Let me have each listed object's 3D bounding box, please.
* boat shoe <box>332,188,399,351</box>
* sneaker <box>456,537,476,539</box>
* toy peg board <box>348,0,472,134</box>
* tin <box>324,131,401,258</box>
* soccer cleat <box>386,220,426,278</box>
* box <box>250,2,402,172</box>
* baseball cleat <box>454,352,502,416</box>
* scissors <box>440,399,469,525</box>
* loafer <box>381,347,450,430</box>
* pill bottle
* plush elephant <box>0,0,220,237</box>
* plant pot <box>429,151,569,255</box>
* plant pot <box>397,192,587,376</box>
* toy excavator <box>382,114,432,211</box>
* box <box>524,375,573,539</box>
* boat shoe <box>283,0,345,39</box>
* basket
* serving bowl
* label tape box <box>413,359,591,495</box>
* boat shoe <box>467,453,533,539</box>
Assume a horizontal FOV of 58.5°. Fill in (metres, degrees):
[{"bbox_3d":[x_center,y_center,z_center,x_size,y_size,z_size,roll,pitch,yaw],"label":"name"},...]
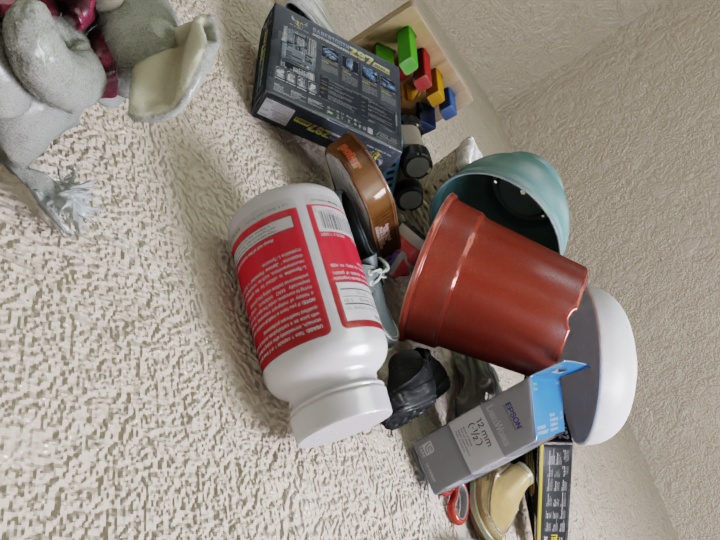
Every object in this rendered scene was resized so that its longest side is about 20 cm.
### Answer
[{"bbox_3d":[0.000,0.000,0.758,0.204,0.061,0.073,62,23,-2],"label":"boat shoe"},{"bbox_3d":[0.166,0.340,0.724,0.199,0.079,0.072,39,33,-42],"label":"sneaker"},{"bbox_3d":[0.051,-0.267,1.007,0.199,0.196,0.100,43,36,-39],"label":"toy peg board"},{"bbox_3d":[0.003,-0.087,0.795,0.114,0.041,0.201,60,-6,25],"label":"tin"},{"bbox_3d":[0.067,-0.027,0.956,0.068,0.074,0.200,38,4,3],"label":"soccer cleat"},{"bbox_3d":[-0.038,-0.234,0.828,0.195,0.051,0.162,19,55,-27],"label":"box"},{"bbox_3d":[0.186,0.185,0.952,0.107,0.069,0.202,52,24,-23],"label":"baseball cleat"},{"bbox_3d":[0.124,0.242,0.829,0.074,0.014,0.200,57,21,-6],"label":"scissors"},{"bbox_3d":[0.054,0.129,0.733,0.071,0.067,0.200,57,16,9],"label":"loafer"},{"bbox_3d":[-0.041,0.039,0.556,0.111,0.110,0.205,21,46,-58],"label":"pill bottle"},{"bbox_3d":[-0.175,-0.143,0.388,0.155,0.162,0.203,-47,132,-25],"label":"plush elephant"},{"bbox_3d":[0.215,-0.085,0.920,0.134,0.198,0.203,-46,109,-36],"label":"plant pot"},{"bbox_3d":[0.171,0.032,0.816,0.191,0.206,0.200,21,17,14],"label":"plant pot"},{"bbox_3d":[0.006,-0.188,0.956,0.198,0.193,0.102,99,-13,-47],"label":"toy excavator"},{"bbox_3d":[0.266,0.277,0.929,0.161,0.048,0.206,-74,161,-63],"label":"box"},{"bbox_3d":[-0.056,-0.362,1.049,0.203,0.071,0.069,59,42,-26],"label":"boat shoe"},{"bbox_3d":[0.172,-0.094,1.121,0.201,0.158,0.201,57,23,-11],"label":"basket"},{"bbox_3d":[0.311,0.122,0.833,0.200,0.064,0.207,3,90,-87],"label":"serving bowl"},{"bbox_3d":[0.176,0.178,0.737,0.142,0.198,0.067,16,45,-59],"label":"label tape box"},{"bbox_3d":[0.191,0.279,0.849,0.073,0.075,0.200,58,22,-7],"label":"boat shoe"}]
